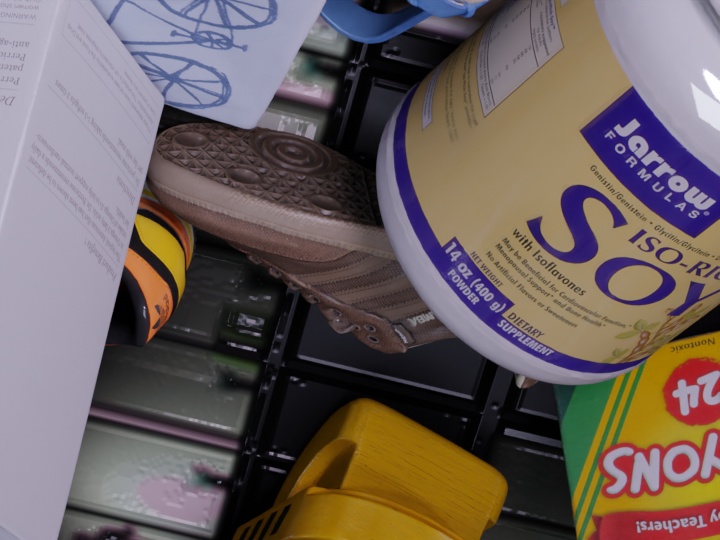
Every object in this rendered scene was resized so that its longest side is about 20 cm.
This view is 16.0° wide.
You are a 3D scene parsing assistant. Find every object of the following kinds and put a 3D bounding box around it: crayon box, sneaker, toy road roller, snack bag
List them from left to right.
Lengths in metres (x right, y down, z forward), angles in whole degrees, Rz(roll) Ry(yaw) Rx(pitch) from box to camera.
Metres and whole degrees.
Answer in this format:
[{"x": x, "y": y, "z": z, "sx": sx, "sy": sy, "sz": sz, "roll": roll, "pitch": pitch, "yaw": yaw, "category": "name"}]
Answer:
[{"x": -0.171, "y": -0.008, "z": 1.068, "sx": 0.200, "sy": 0.090, "sz": 0.070, "roll": 6, "pitch": 118, "yaw": -1, "category": "sneaker"}, {"x": -0.114, "y": -0.114, "z": 0.968, "sx": 0.200, "sy": 0.021, "sz": 0.189, "roll": 15, "pitch": 162, "yaw": -8, "category": "snack bag"}, {"x": -0.012, "y": 0.147, "z": 1.145, "sx": 0.123, "sy": 0.146, "sz": 0.200, "roll": 31, "pitch": 152, "yaw": -14, "category": "toy road roller"}, {"x": 0.000, "y": 0.000, "z": 1.077, "sx": 0.200, "sy": 0.070, "sz": 0.076, "roll": 16, "pitch": 118, "yaw": -5, "category": "sneaker"}, {"x": 0.157, "y": 0.122, "z": 1.061, "sx": 0.127, "sy": 0.200, "sz": 0.051, "roll": -14, "pitch": 149, "yaw": 12, "category": "crayon box"}]

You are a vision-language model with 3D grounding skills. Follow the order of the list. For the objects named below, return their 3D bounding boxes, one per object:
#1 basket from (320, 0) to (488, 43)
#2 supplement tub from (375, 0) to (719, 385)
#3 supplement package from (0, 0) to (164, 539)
[{"x": 0.013, "y": -0.175, "z": 0.957, "sx": 0.200, "sy": 0.139, "sz": 0.176, "roll": -18, "pitch": 122, "yaw": 43, "category": "basket"}, {"x": 0.116, "y": -0.061, "z": 0.970, "sx": 0.145, "sy": 0.145, "sz": 0.200, "roll": 35, "pitch": 133, "yaw": -15, "category": "supplement tub"}, {"x": -0.165, "y": -0.004, "z": 0.973, "sx": 0.117, "sy": 0.200, "sz": 0.117, "roll": 6, "pitch": 160, "yaw": 17, "category": "supplement package"}]
